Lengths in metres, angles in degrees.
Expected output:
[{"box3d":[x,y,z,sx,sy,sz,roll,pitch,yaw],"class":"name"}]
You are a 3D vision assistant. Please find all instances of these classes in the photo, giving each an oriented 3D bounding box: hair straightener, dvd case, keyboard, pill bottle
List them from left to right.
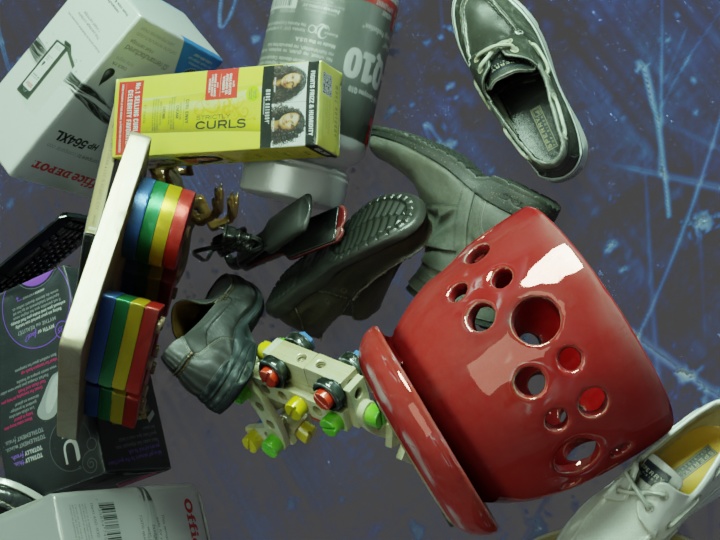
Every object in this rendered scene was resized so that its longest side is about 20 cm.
[{"box3d":[-0.334,0.016,1.223,0.199,0.104,0.040,-36,79,15],"class":"keyboard"},{"box3d":[-0.236,-0.050,1.105,0.202,0.016,0.150,-91,15,-45],"class":"dvd case"},{"box3d":[-0.096,-0.035,1.096,0.199,0.076,0.041,-12,64,55],"class":"hair straightener"},{"box3d":[-0.040,-0.160,1.095,0.113,0.114,0.203,12,88,26],"class":"pill bottle"}]

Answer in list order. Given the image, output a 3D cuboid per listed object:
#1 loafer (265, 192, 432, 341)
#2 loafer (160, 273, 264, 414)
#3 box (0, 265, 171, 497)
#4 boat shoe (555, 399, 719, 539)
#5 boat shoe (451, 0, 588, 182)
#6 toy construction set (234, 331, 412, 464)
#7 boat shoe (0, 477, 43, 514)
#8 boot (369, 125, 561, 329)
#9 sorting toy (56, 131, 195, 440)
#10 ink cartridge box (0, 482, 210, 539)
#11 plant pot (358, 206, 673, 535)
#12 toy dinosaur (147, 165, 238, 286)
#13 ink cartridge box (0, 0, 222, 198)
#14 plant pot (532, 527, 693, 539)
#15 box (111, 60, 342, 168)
[{"box3d":[0.000,0.000,1.064,0.199,0.071,0.073,-32,25,43],"class":"loafer"},{"box3d":[-0.131,0.045,1.075,0.072,0.200,0.073,35,104,-16],"class":"loafer"},{"box3d":[-0.277,0.113,1.175,0.121,0.106,0.203,-21,74,23],"class":"box"},{"box3d":[0.213,0.165,0.895,0.199,0.070,0.071,-33,49,-19],"class":"boat shoe"},{"box3d":[0.132,-0.170,1.041,0.070,0.064,0.202,-33,70,18],"class":"boat shoe"},{"box3d":[-0.029,0.118,1.050,0.198,0.132,0.092,6,40,26],"class":"toy construction set"},{"box3d":[-0.290,0.276,1.122,0.073,0.061,0.201,-20,116,27],"class":"boat shoe"},{"box3d":[0.067,-0.036,1.056,0.199,0.067,0.132,30,102,28],"class":"boot"},{"box3d":[-0.195,0.024,1.037,0.069,0.199,0.202,15,60,-6],"class":"sorting toy"},{"box3d":[-0.217,0.272,1.073,0.082,0.199,0.149,-23,73,24],"class":"ink cartridge box"},{"box3d":[0.107,0.080,0.921,0.181,0.201,0.202,-31,70,1],"class":"plant pot"},{"box3d":[-0.174,-0.051,1.174,0.105,0.061,0.203,-1,113,16],"class":"toy dinosaur"},{"box3d":[-0.253,-0.174,1.183,0.200,0.146,0.084,-47,67,13],"class":"ink cartridge box"},{"box3d":[0.189,0.303,0.895,0.198,0.201,0.136,3,120,26],"class":"plant pot"},{"box3d":[-0.114,-0.130,1.033,0.197,0.050,0.076,0,83,24],"class":"box"}]
